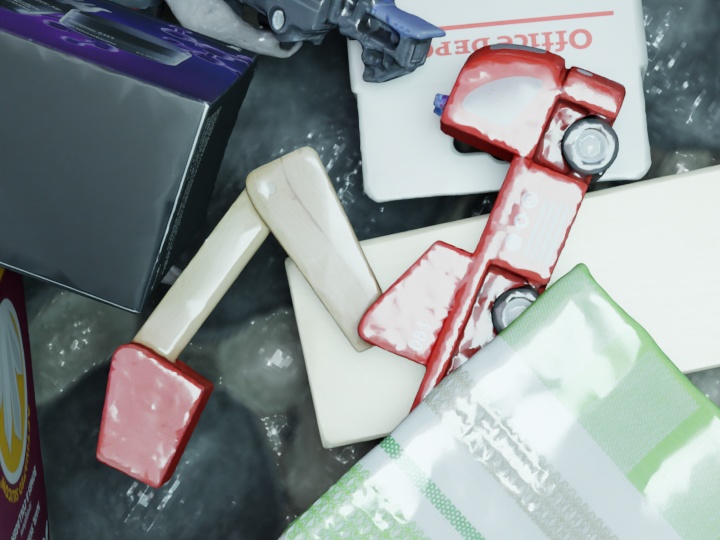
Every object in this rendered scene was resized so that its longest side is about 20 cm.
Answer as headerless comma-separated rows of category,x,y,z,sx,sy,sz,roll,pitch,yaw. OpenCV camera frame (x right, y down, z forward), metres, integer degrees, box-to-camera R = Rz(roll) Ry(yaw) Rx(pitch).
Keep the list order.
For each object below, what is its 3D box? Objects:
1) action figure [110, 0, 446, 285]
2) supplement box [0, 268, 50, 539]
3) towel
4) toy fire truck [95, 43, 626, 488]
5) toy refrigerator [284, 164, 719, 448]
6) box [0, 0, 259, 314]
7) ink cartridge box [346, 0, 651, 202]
action figure,-0.075,-0.094,0.946,0.200,0.105,0.194,22,101,37
supplement box,-0.165,0.077,0.906,0.086,0.110,0.200,-2,112,2
towel,0.054,0.116,0.872,0.200,0.031,0.149,-44,96,-2
toy fire truck,0.000,0.000,0.911,0.141,0.049,0.200,22,89,2
toy refrigerator,0.077,0.012,0.968,0.200,0.070,0.076,-13,87,2
box,-0.146,-0.066,0.847,0.200,0.141,0.079,20,100,0
ink cartridge box,0.050,-0.124,0.986,0.115,0.068,0.200,-5,82,3
